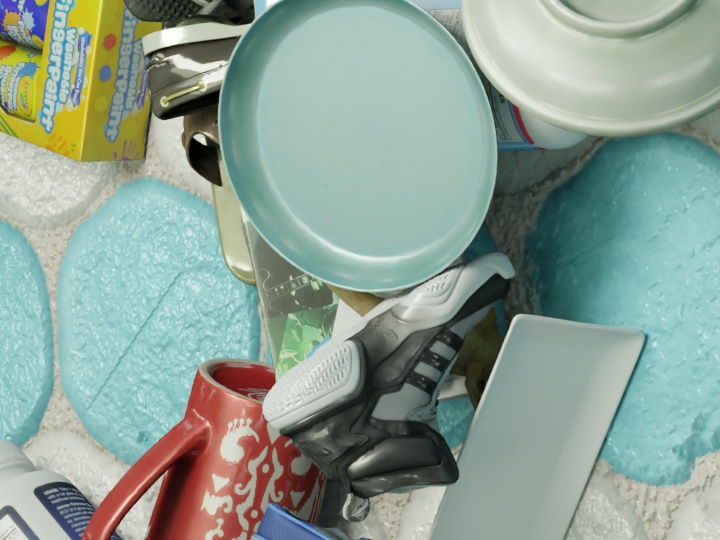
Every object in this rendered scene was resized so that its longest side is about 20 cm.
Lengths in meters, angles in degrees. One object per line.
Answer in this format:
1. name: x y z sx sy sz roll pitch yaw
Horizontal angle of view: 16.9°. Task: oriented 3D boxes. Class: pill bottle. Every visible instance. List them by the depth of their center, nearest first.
1. pill bottle: 0.090 -0.131 1.556 0.199 0.109 0.109 0 94 28
2. pill bottle: -0.244 0.227 1.879 0.200 0.111 0.111 45 120 29

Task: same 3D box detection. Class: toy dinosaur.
1. toy dinosaur: 0.046 0.052 1.609 0.199 0.058 0.102 17 74 2

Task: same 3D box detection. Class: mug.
1. mug: -0.097 0.177 1.716 0.133 0.177 0.201 22 103 23

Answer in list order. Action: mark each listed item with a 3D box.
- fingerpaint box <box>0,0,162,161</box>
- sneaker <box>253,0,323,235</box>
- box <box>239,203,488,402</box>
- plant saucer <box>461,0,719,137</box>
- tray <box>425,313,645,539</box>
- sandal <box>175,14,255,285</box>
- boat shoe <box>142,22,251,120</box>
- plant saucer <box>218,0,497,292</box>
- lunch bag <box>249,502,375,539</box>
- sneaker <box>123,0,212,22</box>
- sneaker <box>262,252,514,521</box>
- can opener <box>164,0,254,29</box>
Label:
1. fingerpaint box: -0.233 -0.200 1.857 0.166 0.073 0.201 21 107 38
2. sneaker: -0.038 -0.116 1.616 0.072 0.072 0.201 -2 98 38
3. box: 0.000 0.000 1.652 0.144 0.036 0.201 -13 84 4
4. plant saucer: 0.158 -0.178 1.464 0.199 0.050 0.201 -4 63 8
5. tray: 0.106 0.118 1.582 0.022 0.107 0.201 49 125 53
6. sandal: -0.092 -0.086 1.742 0.080 0.057 0.202 -10 95 34
7. boat shoe: -0.052 -0.145 1.680 0.200 0.072 0.061 -6 86 15
8. plant saucer: 0.001 -0.086 1.538 0.199 0.027 0.201 9 109 27
9. lunch bag: -0.004 0.248 1.627 0.136 0.200 0.133 30 84 39
10. sneaker: -0.119 -0.262 1.729 0.080 0.074 0.201 4 62 50
11. sneaker: 0.038 0.076 1.538 0.114 0.200 0.075 59 152 -6
12. can opener: -0.071 -0.202 1.744 0.200 0.053 0.067 -29 110 40
